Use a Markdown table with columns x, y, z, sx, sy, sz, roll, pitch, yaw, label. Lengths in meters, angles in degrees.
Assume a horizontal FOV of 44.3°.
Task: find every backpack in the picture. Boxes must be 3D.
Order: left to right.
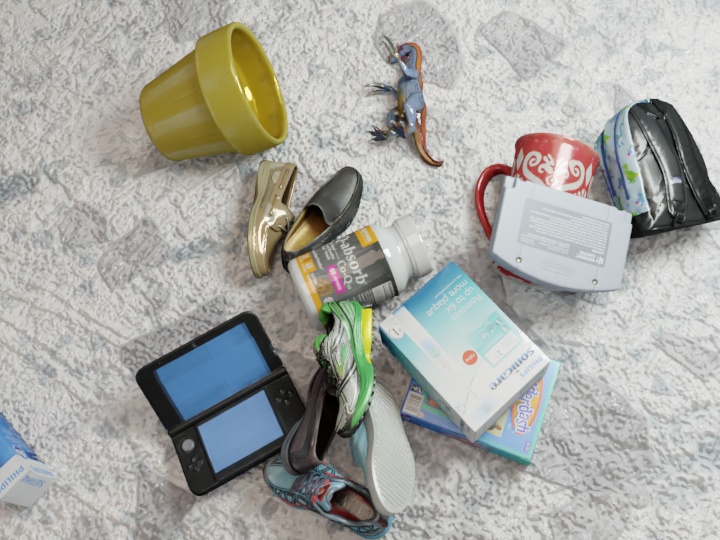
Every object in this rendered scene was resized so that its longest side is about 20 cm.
| x | y | z | sx | sy | sz | roll | pitch | yaw | label |
| --- | --- | --- | --- | --- | --- | --- | --- | --- | --- |
| 0.436 | -0.156 | 1.325 | 0.161 | 0.154 | 0.203 | -12 | 89 | -21 | backpack |

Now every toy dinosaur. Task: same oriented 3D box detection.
| x | y | z | sx | sy | sz | roll | pitch | yaw | label |
| --- | --- | --- | --- | --- | --- | --- | --- | --- | --- |
| 0.076 | -0.290 | 1.467 | 0.200 | 0.105 | 0.183 | 41 | 60 | -20 | toy dinosaur |

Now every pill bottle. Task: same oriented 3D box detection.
| x | y | z | sx | sy | sz | roll | pitch | yaw | label |
| --- | --- | --- | --- | --- | --- | --- | --- | --- | --- |
| 0.000 | 0.000 | 1.326 | 0.198 | 0.117 | 0.117 | -25 | 69 | -4 | pill bottle |

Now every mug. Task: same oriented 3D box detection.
| x | y | z | sx | sy | sz | roll | pitch | yaw | label |
| --- | --- | --- | --- | --- | --- | --- | --- | --- | --- |
| 0.263 | -0.084 | 1.346 | 0.132 | 0.177 | 0.202 | 23 | 75 | -25 | mug |

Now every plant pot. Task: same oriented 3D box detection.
| x | y | z | sx | sy | sz | roll | pitch | yaw | label |
| --- | --- | --- | --- | --- | --- | --- | --- | --- | --- |
| -0.241 | -0.268 | 1.417 | 0.187 | 0.201 | 0.203 | -17 | 68 | 16 | plant pot |

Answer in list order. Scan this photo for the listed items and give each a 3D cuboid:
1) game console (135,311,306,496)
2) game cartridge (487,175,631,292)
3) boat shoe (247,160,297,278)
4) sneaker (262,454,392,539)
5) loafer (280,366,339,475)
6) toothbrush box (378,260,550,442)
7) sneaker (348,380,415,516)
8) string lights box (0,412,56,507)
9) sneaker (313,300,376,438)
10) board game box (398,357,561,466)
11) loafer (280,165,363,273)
| x | y | z | sx | sy | sz | roll | pitch | yaw | label |
| --- | --- | --- | --- | --- | --- | --- | --- | --- | --- |
| -0.196 | 0.190 | 1.270 | 0.199 | 0.119 | 0.171 | -29 | 52 | -4 | game console |
| 0.279 | -0.042 | 1.244 | 0.198 | 0.040 | 0.135 | 16 | 77 | -9 | game cartridge |
| -0.136 | -0.084 | 1.394 | 0.064 | 0.071 | 0.202 | 2 | 69 | 7 | boat shoe |
| -0.047 | 0.303 | 1.230 | 0.198 | 0.096 | 0.080 | 20 | 72 | 12 | sneaker |
| -0.044 | 0.202 | 1.251 | 0.063 | 0.072 | 0.201 | -17 | 33 | 40 | loafer |
| 0.143 | 0.114 | 1.240 | 0.146 | 0.085 | 0.200 | -39 | 71 | -9 | toothbrush box |
| 0.023 | 0.259 | 1.238 | 0.073 | 0.082 | 0.201 | 17 | 43 | -23 | sneaker |
| -0.543 | 0.249 | 1.295 | 0.059 | 0.103 | 0.200 | -44 | 71 | -11 | string lights box |
| -0.027 | 0.135 | 1.226 | 0.084 | 0.078 | 0.202 | 7 | 57 | -14 | sneaker |
| 0.173 | 0.174 | 1.283 | 0.198 | 0.045 | 0.153 | 19 | 72 | 13 | board game box |
| -0.058 | -0.085 | 1.386 | 0.072 | 0.072 | 0.201 | 25 | 74 | 15 | loafer |
